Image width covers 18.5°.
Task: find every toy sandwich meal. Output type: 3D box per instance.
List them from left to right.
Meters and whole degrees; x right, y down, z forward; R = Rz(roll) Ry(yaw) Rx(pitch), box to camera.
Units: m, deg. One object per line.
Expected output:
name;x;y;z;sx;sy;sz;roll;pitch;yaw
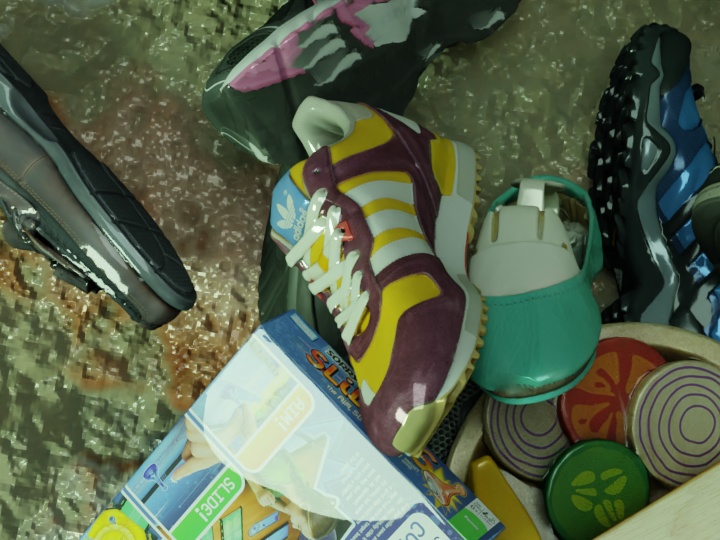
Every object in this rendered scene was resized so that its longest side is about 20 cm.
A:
toy sandwich meal;0.131;0.118;0.977;0.205;0.070;0.205;1;79;-6

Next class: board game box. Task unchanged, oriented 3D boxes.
board game box;-0.048;0.133;0.983;0.135;0.034;0.200;46;117;9

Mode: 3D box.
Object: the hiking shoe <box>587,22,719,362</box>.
hiking shoe;0.161;-0.020;1.076;0.087;0.074;0.200;0;84;-11

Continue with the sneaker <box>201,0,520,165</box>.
sneaker;-0.008;-0.119;1.074;0.086;0.080;0.200;21;42;39

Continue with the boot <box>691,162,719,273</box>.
boot;0.239;-0.053;1.045;0.203;0.073;0.154;25;68;-36

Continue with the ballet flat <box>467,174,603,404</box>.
ballet flat;0.074;-0.002;0.999;0.067;0.200;0.070;-8;105;10

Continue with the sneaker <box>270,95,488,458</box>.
sneaker;0.000;0.000;0.948;0.090;0.075;0.200;22;33;-14

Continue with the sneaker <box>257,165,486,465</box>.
sneaker;0.013;0.029;1.054;0.114;0.076;0.200;0;63;-19

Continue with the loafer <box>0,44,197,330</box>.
loafer;-0.159;-0.040;1.075;0.063;0.072;0.200;-43;74;9
